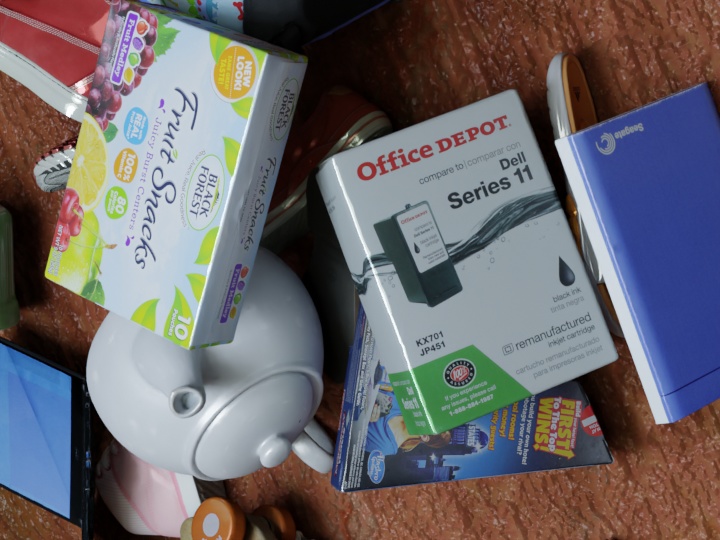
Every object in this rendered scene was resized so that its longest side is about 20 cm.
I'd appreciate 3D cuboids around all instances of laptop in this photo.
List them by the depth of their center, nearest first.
[{"bbox_3d":[-0.276,0.178,1.344,0.102,0.201,0.179,0,127,-10],"label":"laptop"}]

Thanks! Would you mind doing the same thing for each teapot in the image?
[{"bbox_3d":[-0.096,0.088,1.192,0.146,0.199,0.198,49,141,27],"label":"teapot"}]

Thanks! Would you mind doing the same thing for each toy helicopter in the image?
[{"bbox_3d":[-0.138,0.268,1.285,0.199,0.079,0.134,-22,65,33],"label":"toy helicopter"}]

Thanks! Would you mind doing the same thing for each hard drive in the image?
[{"bbox_3d":[0.219,-0.014,1.087,0.025,0.131,0.202,-15,96,59],"label":"hard drive"}]

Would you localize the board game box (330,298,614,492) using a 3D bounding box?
[{"bbox_3d":[0.092,0.074,1.171,0.198,0.062,0.202,9,87,-8],"label":"board game box"}]

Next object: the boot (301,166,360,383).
[{"bbox_3d":[0.000,0.000,1.226,0.073,0.075,0.202,37,136,35],"label":"boot"}]

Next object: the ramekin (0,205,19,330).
[{"bbox_3d":[-0.384,-0.009,1.333,0.198,0.200,0.099,7,97,23],"label":"ramekin"}]

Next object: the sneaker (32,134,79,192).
[{"bbox_3d":[-0.179,-0.076,1.286,0.198,0.078,0.083,-2,106,28],"label":"sneaker"}]

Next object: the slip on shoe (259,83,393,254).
[{"bbox_3d":[-0.059,-0.065,1.237,0.200,0.074,0.061,-45,75,21],"label":"slip on shoe"}]

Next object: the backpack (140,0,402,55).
[{"bbox_3d":[-0.083,-0.260,1.136,0.199,0.183,0.148,27,134,27],"label":"backpack"}]

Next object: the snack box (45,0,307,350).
[{"bbox_3d":[-0.126,-0.066,1.071,0.141,0.053,0.202,22,104,30],"label":"snack box"}]

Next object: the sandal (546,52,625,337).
[{"bbox_3d":[0.180,-0.055,1.120,0.059,0.079,0.209,-11,95,29],"label":"sandal"}]

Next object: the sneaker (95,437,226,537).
[{"bbox_3d":[-0.184,0.132,1.334,0.104,0.075,0.202,-9,102,21],"label":"sneaker"}]

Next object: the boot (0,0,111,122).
[{"bbox_3d":[-0.252,-0.223,1.299,0.199,0.072,0.145,31,99,23],"label":"boot"}]

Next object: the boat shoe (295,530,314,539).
[{"bbox_3d":[-0.061,0.248,1.305,0.198,0.073,0.062,-14,99,32],"label":"boat shoe"}]

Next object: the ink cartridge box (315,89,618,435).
[{"bbox_3d":[0.070,-0.006,1.097,0.145,0.083,0.202,-21,89,-10],"label":"ink cartridge box"}]
